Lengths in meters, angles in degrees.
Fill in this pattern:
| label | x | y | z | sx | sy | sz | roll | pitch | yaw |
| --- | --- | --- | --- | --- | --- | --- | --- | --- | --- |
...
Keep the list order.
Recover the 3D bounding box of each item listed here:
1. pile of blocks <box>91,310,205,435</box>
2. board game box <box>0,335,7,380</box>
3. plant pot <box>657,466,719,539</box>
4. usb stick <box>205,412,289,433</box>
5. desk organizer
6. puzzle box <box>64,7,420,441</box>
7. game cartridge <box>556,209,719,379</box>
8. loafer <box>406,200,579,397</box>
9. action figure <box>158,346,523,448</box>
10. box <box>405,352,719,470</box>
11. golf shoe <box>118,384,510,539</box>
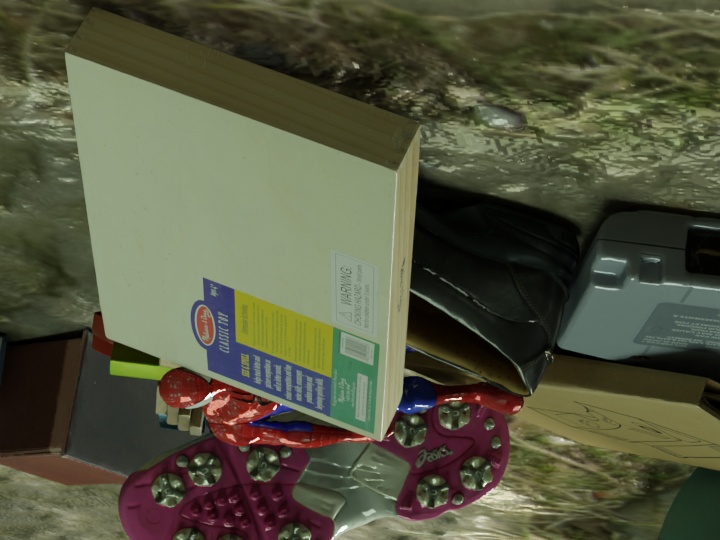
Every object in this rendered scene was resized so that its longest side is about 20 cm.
| label | x | y | z | sx | sy | sz | roll | pitch | yaw |
| --- | --- | --- | --- | --- | --- | --- | --- | --- | --- |
| pile of blocks | -0.103 | 0.040 | 1.080 | 0.062 | 0.082 | 0.200 | 7 | 162 | -2 |
| board game box | -0.314 | 0.048 | 1.247 | 0.199 | 0.035 | 0.135 | 14 | 159 | -22 |
| plant pot | 0.256 | 0.176 | 1.200 | 0.161 | 0.201 | 0.200 | 13 | 170 | 41 |
| usb stick | 0.001 | 0.089 | 1.225 | 0.200 | 0.033 | 0.055 | 13 | 139 | -43 |
| desk organizer | -0.117 | 0.100 | 1.281 | 0.077 | 0.072 | 0.200 | -7 | 157 | 41 |
| puzzle box | -0.045 | -0.012 | 0.867 | 0.133 | 0.025 | 0.200 | 20 | 149 | 11 |
| game cartridge | 0.193 | 0.019 | 0.993 | 0.199 | 0.041 | 0.133 | 7 | 158 | -3 |
| loafer | 0.000 | 0.000 | 0.941 | 0.199 | 0.073 | 0.073 | 13 | 162 | -16 |
| action figure | -0.007 | 0.046 | 1.012 | 0.199 | 0.066 | 0.052 | -4 | -174 | -37 |
| box | 0.141 | 0.073 | 1.118 | 0.163 | 0.021 | 0.200 | 25 | 169 | -41 |
| golf shoe | -0.026 | 0.102 | 1.129 | 0.199 | 0.076 | 0.092 | -10 | -170 | -9 |
